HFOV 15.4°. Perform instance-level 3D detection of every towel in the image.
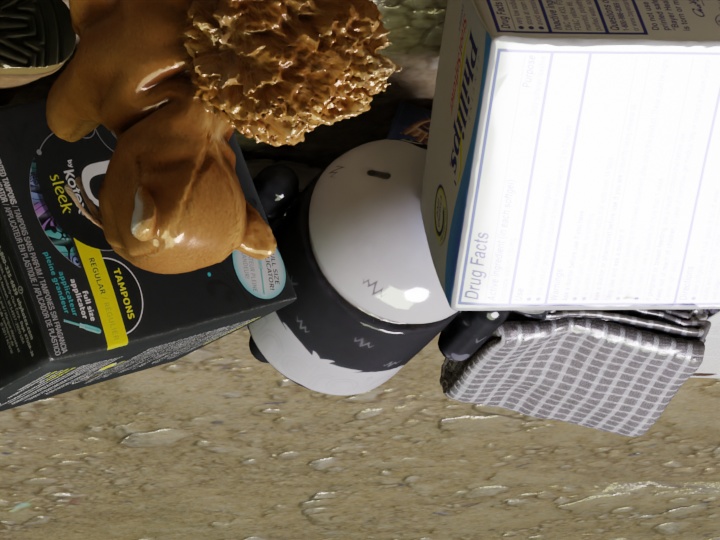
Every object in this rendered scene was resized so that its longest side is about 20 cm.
[{"bbox_3d":[0.155,0.054,1.949,0.165,0.086,0.200,13,158,-6],"label":"towel"}]

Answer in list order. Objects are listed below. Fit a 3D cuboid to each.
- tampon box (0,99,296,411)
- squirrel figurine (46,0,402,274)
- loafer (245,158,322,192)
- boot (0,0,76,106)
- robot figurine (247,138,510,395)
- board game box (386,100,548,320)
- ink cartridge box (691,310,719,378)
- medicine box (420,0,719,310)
[{"bbox_3d":[-0.165,-0.014,1.553,0.199,0.151,0.126,-15,172,-47],"label":"tampon box"},{"bbox_3d":[-0.082,-0.099,1.370,0.199,0.188,0.141,-21,154,38],"label":"squirrel figurine"},{"bbox_3d":[-0.089,-0.034,1.724,0.199,0.070,0.070,3,160,-21],"label":"loafer"},{"bbox_3d":[-0.270,-0.100,1.511,0.174,0.067,0.200,7,159,-28],"label":"boot"},{"bbox_3d":[0.002,-0.001,1.651,0.149,0.125,0.200,-8,159,-30],"label":"robot figurine"},{"bbox_3d":[0.076,-0.035,1.739,0.135,0.035,0.200,20,160,4],"label":"board game box"},{"bbox_3d":[0.288,0.031,2.023,0.108,0.051,0.200,3,160,-22],"label":"ink cartridge box"},{"bbox_3d":[0.146,-0.079,1.490,0.199,0.103,0.183,0,127,-10],"label":"medicine box"}]
